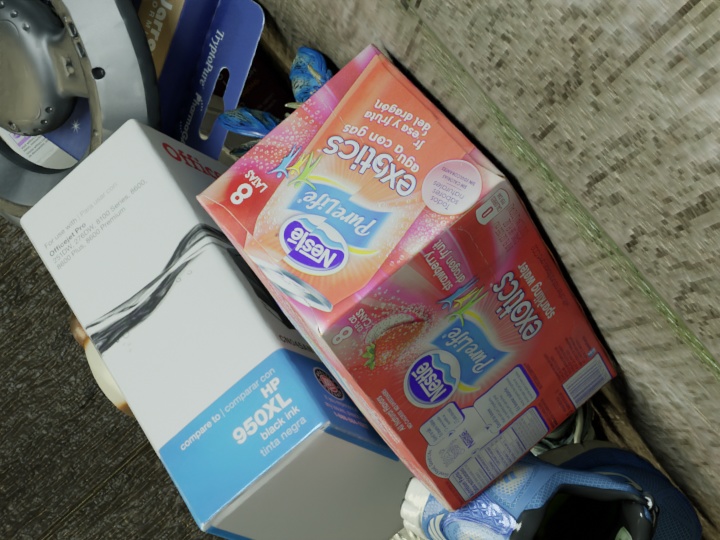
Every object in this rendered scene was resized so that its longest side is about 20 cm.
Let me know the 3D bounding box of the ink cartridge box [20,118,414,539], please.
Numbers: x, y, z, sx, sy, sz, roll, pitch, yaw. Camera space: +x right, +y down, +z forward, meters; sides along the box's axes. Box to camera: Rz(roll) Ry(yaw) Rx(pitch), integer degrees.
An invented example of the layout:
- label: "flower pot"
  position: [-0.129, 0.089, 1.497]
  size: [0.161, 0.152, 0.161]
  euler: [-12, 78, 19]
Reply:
- label: "ink cartridge box"
  position: [-0.059, 0.038, 1.355]
  size: [0.200, 0.084, 0.145]
  euler: [56, -165, 28]

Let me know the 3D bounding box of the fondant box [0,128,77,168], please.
- label: "fondant box"
  position: [-0.205, -0.163, 1.816]
  size: [0.200, 0.144, 0.058]
  euler: [47, 177, 27]

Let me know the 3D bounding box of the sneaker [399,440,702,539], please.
- label: "sneaker"
  position: [0.107, 0.128, 1.326]
  size: [0.089, 0.079, 0.200]
  euler: [32, -168, 38]

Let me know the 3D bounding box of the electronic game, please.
- label: "electronic game"
  position: [-0.175, -0.108, 1.430]
  size: [0.200, 0.042, 0.200]
  euler: [25, 129, 35]

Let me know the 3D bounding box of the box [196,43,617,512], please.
- label: "box"
  position: [0.024, 0.009, 1.190]
  size: [0.095, 0.103, 0.200]
  euler: [47, 177, 32]

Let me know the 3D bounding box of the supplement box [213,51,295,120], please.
- label: "supplement box"
  position: [-0.118, -0.126, 1.610]
  size: [0.110, 0.086, 0.200]
  euler: [45, 174, 44]

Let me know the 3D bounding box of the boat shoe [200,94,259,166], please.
- label: "boat shoe"
  position: [-0.060, -0.024, 1.585]
  size: [0.200, 0.072, 0.069]
  euler: [52, -171, -37]

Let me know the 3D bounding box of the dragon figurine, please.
- label: "dragon figurine"
  position: [-0.028, -0.069, 1.343]
  size: [0.099, 0.059, 0.200]
  euler: [52, 176, -29]

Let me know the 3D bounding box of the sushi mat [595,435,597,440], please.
- label: "sushi mat"
  position: [0.109, 0.079, 1.581]
  size: [0.096, 0.012, 0.200]
  euler: [47, 176, 21]

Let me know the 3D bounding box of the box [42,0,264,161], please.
- label: "box"
  position: [-0.141, -0.124, 1.464]
  size: [0.200, 0.121, 0.032]
  euler: [33, -158, 34]

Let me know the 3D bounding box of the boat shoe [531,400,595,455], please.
- label: "boat shoe"
  position: [0.083, 0.074, 1.395]
  size: [0.062, 0.073, 0.200]
  euler: [51, 173, 39]

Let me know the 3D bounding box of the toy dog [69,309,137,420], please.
- label: "toy dog"
  position: [-0.082, 0.017, 1.756]
  size: [0.140, 0.200, 0.194]
  euler: [48, 177, 6]

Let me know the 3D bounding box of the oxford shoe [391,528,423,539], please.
- label: "oxford shoe"
  position: [0.036, 0.139, 1.575]
  size: [0.200, 0.058, 0.075]
  euler: [132, 140, -65]
